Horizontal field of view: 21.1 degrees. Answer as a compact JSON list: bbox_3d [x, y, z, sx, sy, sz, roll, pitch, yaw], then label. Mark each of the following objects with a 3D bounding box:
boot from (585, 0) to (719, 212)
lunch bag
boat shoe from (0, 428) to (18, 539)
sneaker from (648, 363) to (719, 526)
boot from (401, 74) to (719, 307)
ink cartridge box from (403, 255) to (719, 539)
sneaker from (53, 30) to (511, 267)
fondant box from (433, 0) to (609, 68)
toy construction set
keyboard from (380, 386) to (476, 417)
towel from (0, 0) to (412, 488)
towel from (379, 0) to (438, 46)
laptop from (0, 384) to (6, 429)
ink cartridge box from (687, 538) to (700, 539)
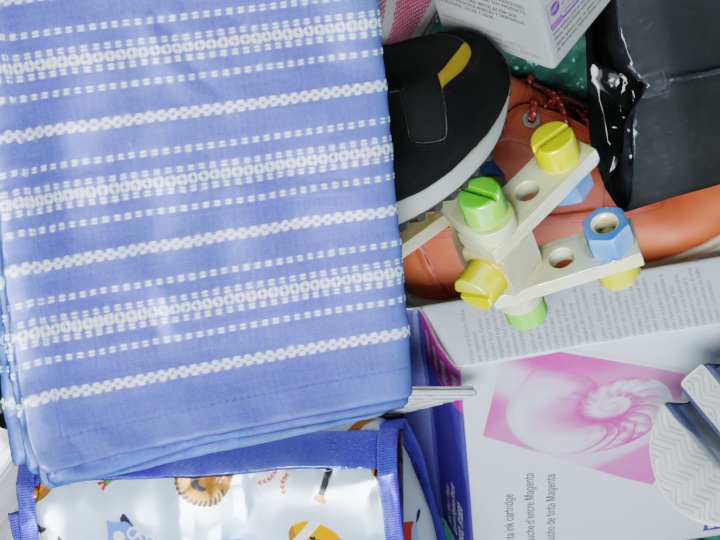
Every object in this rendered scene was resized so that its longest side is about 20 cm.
[{"bbox_3d":[0.196,-0.053,0.806,0.199,0.066,0.166,-10,87,-22],"label":"boot"},{"bbox_3d":[-0.049,0.137,0.860,0.169,0.124,0.200,-4,143,7],"label":"lunch bag"},{"bbox_3d":[-0.168,0.109,0.920,0.068,0.072,0.200,29,103,-18],"label":"boat shoe"},{"bbox_3d":[0.218,0.036,0.798,0.199,0.081,0.115,-40,152,16],"label":"sneaker"},{"bbox_3d":[0.104,-0.045,0.854,0.199,0.075,0.108,-17,109,3],"label":"boot"},{"bbox_3d":[0.090,0.075,0.887,0.199,0.043,0.197,-10,145,0],"label":"ink cartridge box"},{"bbox_3d":[-0.029,-0.053,0.691,0.200,0.070,0.090,-30,128,-22],"label":"sneaker"},{"bbox_3d":[0.070,-0.195,0.699,0.144,0.058,0.200,-50,146,-22],"label":"fondant box"},{"bbox_3d":[0.000,0.000,0.768,0.199,0.131,0.092,-25,134,-19],"label":"toy construction set"},{"bbox_3d":[-0.029,0.067,0.853,0.056,0.200,0.011,9,74,-32],"label":"keyboard"},{"bbox_3d":[-0.055,-0.037,0.637,0.144,0.024,0.201,-9,102,-20],"label":"towel"},{"bbox_3d":[0.012,-0.168,0.712,0.147,0.030,0.200,-59,148,-13],"label":"towel"},{"bbox_3d":[-0.191,-0.024,0.767,0.200,0.177,0.103,-45,149,18],"label":"laptop"},{"bbox_3d":[0.203,0.227,0.932,0.146,0.200,0.083,22,111,-16],"label":"ink cartridge box"}]
